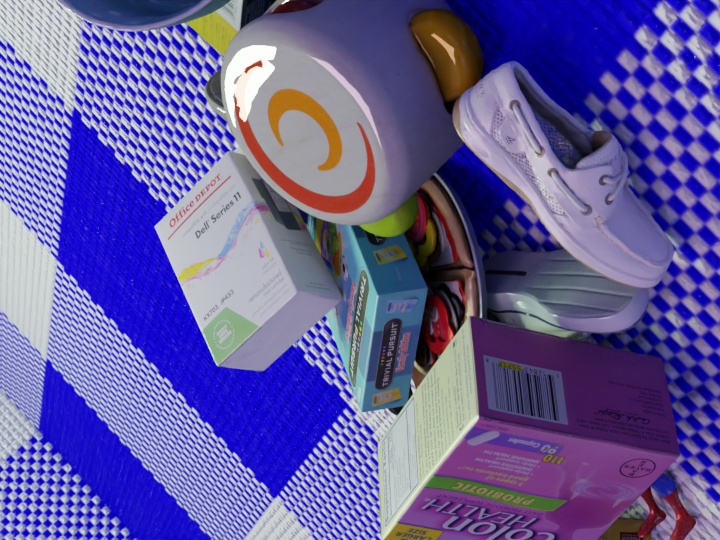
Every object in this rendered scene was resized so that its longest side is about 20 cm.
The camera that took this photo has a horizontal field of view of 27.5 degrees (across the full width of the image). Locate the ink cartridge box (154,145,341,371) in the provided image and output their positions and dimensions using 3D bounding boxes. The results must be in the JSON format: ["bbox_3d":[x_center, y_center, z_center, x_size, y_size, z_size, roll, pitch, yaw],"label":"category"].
[{"bbox_3d":[-0.112,-0.024,1.337,0.117,0.067,0.201,-42,60,26],"label":"ink cartridge box"}]

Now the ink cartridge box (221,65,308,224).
[{"bbox_3d":[-0.063,-0.108,1.420,0.119,0.042,0.201,31,152,35],"label":"ink cartridge box"}]

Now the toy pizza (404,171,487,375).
[{"bbox_3d":[0.052,0.005,1.293,0.200,0.032,0.202,169,90,-68],"label":"toy pizza"}]

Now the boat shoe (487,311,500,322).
[{"bbox_3d":[0.097,0.083,1.397,0.076,0.071,0.201,43,157,55],"label":"boat shoe"}]

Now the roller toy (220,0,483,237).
[{"bbox_3d":[-0.003,-0.144,1.145,0.182,0.140,0.201,35,144,15],"label":"roller toy"}]

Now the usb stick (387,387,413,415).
[{"bbox_3d":[0.012,0.081,1.480,0.200,0.032,0.056,-123,17,-62],"label":"usb stick"}]

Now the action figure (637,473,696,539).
[{"bbox_3d":[0.230,0.157,1.303,0.065,0.052,0.201,6,129,60],"label":"action figure"}]

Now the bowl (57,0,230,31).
[{"bbox_3d":[-0.156,-0.280,1.179,0.201,0.201,0.105,43,-172,13],"label":"bowl"}]

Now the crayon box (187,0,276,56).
[{"bbox_3d":[-0.157,-0.288,1.300,0.200,0.051,0.127,42,155,13],"label":"crayon box"}]

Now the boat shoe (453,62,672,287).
[{"bbox_3d":[0.158,-0.068,1.050,0.200,0.071,0.069,40,130,-12],"label":"boat shoe"}]

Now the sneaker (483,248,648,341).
[{"bbox_3d":[0.172,0.024,1.196,0.071,0.073,0.200,42,166,-26],"label":"sneaker"}]

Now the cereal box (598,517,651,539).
[{"bbox_3d":[0.173,0.263,1.454,0.200,0.143,0.040,158,116,-64],"label":"cereal box"}]

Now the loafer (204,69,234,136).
[{"bbox_3d":[-0.059,-0.114,1.297,0.200,0.072,0.063,39,160,34],"label":"loafer"}]

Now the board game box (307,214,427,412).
[{"bbox_3d":[0.000,0.000,1.314,0.152,0.047,0.201,97,159,-45],"label":"board game box"}]

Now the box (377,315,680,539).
[{"bbox_3d":[0.130,0.148,1.204,0.175,0.097,0.200,13,139,-17],"label":"box"}]

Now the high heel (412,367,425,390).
[{"bbox_3d":[0.062,0.124,1.472,0.200,0.096,0.067,49,156,-1],"label":"high heel"}]
